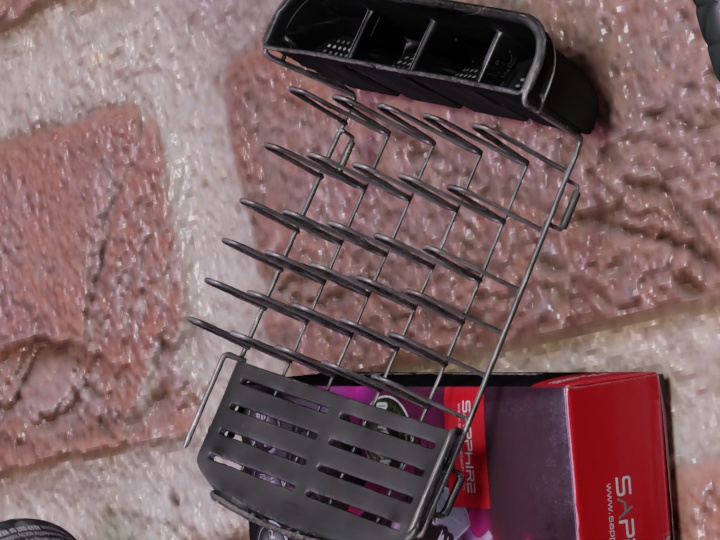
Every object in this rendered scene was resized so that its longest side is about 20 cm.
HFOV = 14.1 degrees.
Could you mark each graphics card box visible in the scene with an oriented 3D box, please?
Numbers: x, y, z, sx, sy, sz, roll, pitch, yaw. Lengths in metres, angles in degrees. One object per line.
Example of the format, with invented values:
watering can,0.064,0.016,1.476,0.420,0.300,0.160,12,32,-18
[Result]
graphics card box,0.034,0.101,1.095,0.200,0.051,0.126,-1,95,52

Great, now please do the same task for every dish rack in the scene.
dish rack,0.000,0.000,1.065,0.153,0.055,0.200,15,80,51

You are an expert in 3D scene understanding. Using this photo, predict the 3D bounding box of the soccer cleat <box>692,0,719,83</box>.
soccer cleat,0.124,-0.128,0.946,0.081,0.067,0.200,152,108,-68

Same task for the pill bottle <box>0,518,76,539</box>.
pill bottle,-0.115,0.204,1.250,0.200,0.106,0.106,43,127,39
